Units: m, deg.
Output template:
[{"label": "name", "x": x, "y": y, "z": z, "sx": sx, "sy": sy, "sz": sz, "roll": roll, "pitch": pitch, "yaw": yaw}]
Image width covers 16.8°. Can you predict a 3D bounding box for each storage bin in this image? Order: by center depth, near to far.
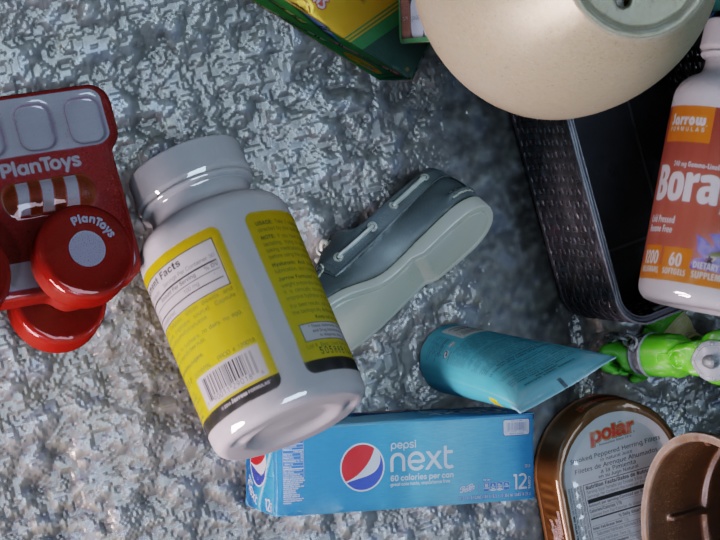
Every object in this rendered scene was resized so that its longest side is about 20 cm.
[{"label": "storage bin", "x": 0.202, "y": -0.073, "z": 1.776, "sx": 0.135, "sy": 0.094, "sz": 0.201, "roll": -19, "pitch": 99, "yaw": -20}]

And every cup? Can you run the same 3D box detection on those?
[{"label": "cup", "x": 0.147, "y": -0.193, "z": 1.521, "sx": 0.199, "sy": 0.143, "sz": 0.202, "roll": -2, "pitch": 95, "yaw": -17}]

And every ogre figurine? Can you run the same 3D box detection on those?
[{"label": "ogre figurine", "x": 0.292, "y": 0.060, "z": 1.803, "sx": 0.199, "sy": 0.120, "sz": 0.099, "roll": 19, "pitch": 85, "yaw": -22}]

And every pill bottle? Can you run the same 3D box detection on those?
[{"label": "pill bottle", "x": -0.082, "y": 0.015, "z": 1.628, "sx": 0.111, "sy": 0.111, "sz": 0.201, "roll": -17, "pitch": 73, "yaw": -20}, {"label": "pill bottle", "x": 0.263, "y": -0.069, "z": 1.691, "sx": 0.112, "sy": 0.112, "sz": 0.201, "roll": 11, "pitch": 88, "yaw": -22}]

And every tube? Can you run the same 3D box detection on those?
[{"label": "tube", "x": 0.101, "y": 0.068, "z": 1.683, "sx": 0.077, "sy": 0.200, "sz": 0.051, "roll": -33, "pitch": 103, "yaw": -16}]

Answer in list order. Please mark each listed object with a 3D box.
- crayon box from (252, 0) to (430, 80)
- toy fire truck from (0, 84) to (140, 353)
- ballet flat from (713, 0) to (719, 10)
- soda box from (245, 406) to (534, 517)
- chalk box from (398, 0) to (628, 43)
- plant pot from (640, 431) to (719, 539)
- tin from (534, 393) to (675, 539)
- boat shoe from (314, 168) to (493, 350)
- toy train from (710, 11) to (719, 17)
[{"label": "crayon box", "x": -0.028, "y": -0.232, "z": 1.694, "sx": 0.199, "sy": 0.058, "sz": 0.119, "roll": 30, "pitch": 82, "yaw": -20}, {"label": "toy fire truck", "x": -0.245, "y": -0.034, "z": 1.601, "sx": 0.199, "sy": 0.112, "sz": 0.169, "roll": -9, "pitch": 72, "yaw": -22}, {"label": "ballet flat", "x": 0.274, "y": -0.211, "z": 1.740, "sx": 0.199, "sy": 0.068, "sz": 0.073, "roll": 13, "pitch": 85, "yaw": -25}, {"label": "soda box", "x": 0.021, "y": 0.134, "z": 1.725, "sx": 0.199, "sy": 0.068, "sz": 0.065, "roll": -1, "pitch": 92, "yaw": -22}, {"label": "chalk box", "x": 0.092, "y": -0.216, "z": 1.640, "sx": 0.199, "sy": 0.125, "sz": 0.125, "roll": -3, "pitch": 95, "yaw": -18}, {"label": "plant pot", "x": 0.338, "y": 0.190, "z": 1.753, "sx": 0.197, "sy": 0.200, "sz": 0.202, "roll": -14, "pitch": 98, "yaw": -27}, {"label": "tin", "x": 0.194, "y": 0.192, "z": 1.815, "sx": 0.111, "sy": 0.042, "sz": 0.201, "roll": -14, "pitch": 97, "yaw": -25}, {"label": "boat shoe", "x": 0.000, "y": 0.000, "z": 1.726, "sx": 0.200, "sy": 0.073, "sz": 0.062, "roll": -36, "pitch": 62, "yaw": -10}, {"label": "toy train", "x": 0.231, "y": -0.242, "z": 1.788, "sx": 0.199, "sy": 0.087, "sz": 0.115, "roll": 20, "pitch": 94, "yaw": -24}]
